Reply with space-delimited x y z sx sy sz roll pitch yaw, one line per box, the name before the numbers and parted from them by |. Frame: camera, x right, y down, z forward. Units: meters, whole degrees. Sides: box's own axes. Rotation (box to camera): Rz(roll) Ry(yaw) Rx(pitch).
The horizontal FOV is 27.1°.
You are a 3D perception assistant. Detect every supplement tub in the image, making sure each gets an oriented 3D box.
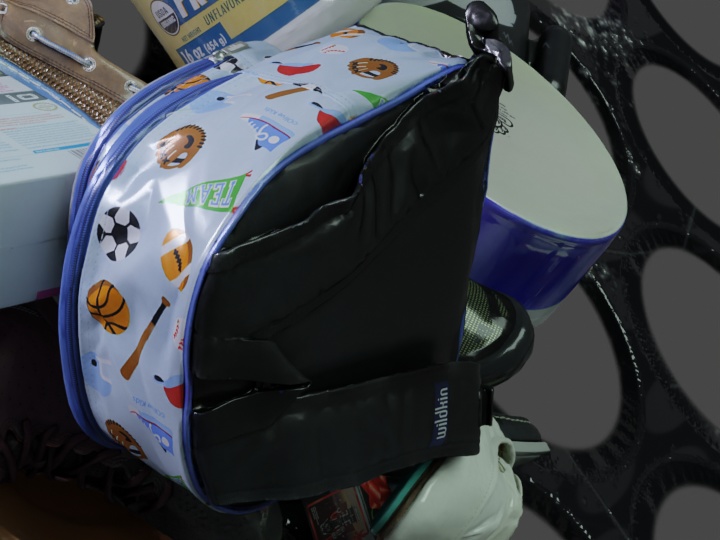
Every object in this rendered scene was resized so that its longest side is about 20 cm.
supplement tub | -0.085 -0.211 0.847 0.201 0.144 0.145 55 35 -13

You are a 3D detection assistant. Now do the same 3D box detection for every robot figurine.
robot figurine | 0.059 -0.157 1.061 0.125 0.149 0.201 47 35 -30

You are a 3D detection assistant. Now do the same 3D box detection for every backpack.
backpack | -0.037 -0.003 0.612 0.190 0.153 0.202 -34 131 -51

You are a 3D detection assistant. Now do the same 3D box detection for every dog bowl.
dog bowl | 0.058 -0.064 0.880 0.199 0.079 0.201 27 32 -19

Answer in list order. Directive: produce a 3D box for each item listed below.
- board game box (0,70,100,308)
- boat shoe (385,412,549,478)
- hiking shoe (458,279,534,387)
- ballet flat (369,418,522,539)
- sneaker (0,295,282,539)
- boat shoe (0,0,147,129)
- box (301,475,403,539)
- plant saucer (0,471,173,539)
board game box | -0.215 -0.053 0.647 0.199 0.065 0.147 32 27 30
boat shoe | 0.034 0.092 0.877 0.199 0.075 0.061 6 62 -46
hiking shoe | 0.000 0.000 0.746 0.198 0.101 0.076 18 53 -4
ballet flat | 0.053 0.106 0.738 0.070 0.069 0.200 53 11 -1
sneaker | -0.135 0.087 0.657 0.200 0.076 0.116 41 42 0
boat shoe | -0.164 -0.107 0.776 0.200 0.072 0.073 40 75 -5
box | 0.046 0.211 0.797 0.137 0.040 0.202 19 47 -58
plant saucer | -0.147 0.075 0.728 0.199 0.032 0.202 28 44 -30
